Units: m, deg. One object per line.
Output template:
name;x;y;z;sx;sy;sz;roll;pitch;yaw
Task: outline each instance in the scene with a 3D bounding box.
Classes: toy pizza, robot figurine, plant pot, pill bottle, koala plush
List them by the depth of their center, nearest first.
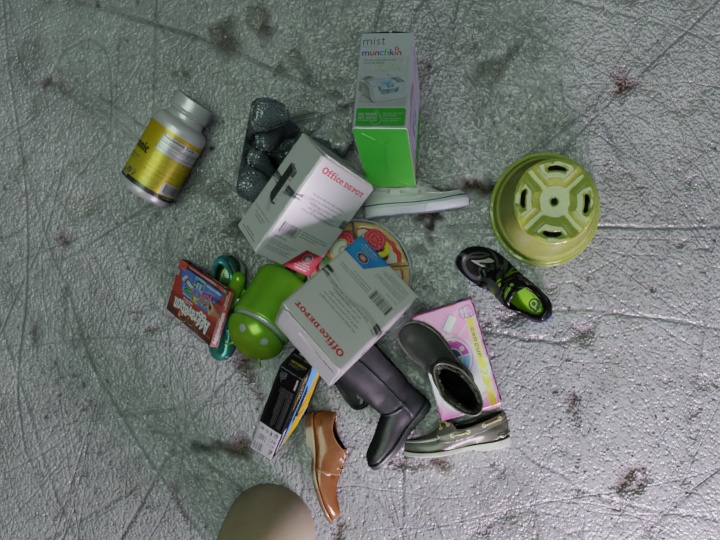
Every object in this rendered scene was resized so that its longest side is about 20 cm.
plant pot;0.317;-0.108;1.215;0.194;0.184;0.207;0;91;9
plant pot;-0.191;0.511;1.302;0.181;0.200;0.194;0;91;10
toy pizza;0.000;0.000;1.311;0.194;0.032;0.206;2;74;-7
robot figurine;-0.164;0.072;1.315;0.172;0.116;0.203;29;66;3
koala plush;-0.118;-0.206;1.321;0.194;0.184;0.183;11;99;-12
pill bottle;-0.362;-0.232;1.369;0.110;0.111;0.203;33;95;8

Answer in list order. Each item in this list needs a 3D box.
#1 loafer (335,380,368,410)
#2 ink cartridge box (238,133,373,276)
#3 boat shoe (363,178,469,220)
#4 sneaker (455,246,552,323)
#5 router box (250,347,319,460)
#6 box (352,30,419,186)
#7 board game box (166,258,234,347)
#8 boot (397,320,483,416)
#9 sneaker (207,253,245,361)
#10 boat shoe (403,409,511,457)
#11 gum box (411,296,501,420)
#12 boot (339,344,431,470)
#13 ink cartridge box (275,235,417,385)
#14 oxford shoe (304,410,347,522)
loafer;-0.037;0.163;1.336;0.067;0.070;0.205;-23;87;10
ink cartridge box;-0.092;-0.110;1.245;0.201;0.143;0.084;-51;49;12
boat shoe;0.097;-0.137;1.308;0.194;0.073;0.069;-6;90;10
sneaker;0.258;0.022;1.277;0.198;0.083;0.072;36;96;8
router box;-0.117;0.212;1.275;0.050;0.149;0.203;28;123;8
box;0.048;-0.268;1.230;0.094;0.201;0.182;2;70;10
board game box;-0.302;0.057;1.345;0.198;0.019;0.106;25;100;49
boot;0.125;0.155;1.174;0.180;0.200;0.073;38;98;8
sneaker;-0.267;0.070;1.371;0.075;0.080;0.207;3;92;10
boat shoe;0.171;0.296;1.303;0.195;0.072;0.062;-9;89;3
gum box;0.175;0.162;1.301;0.111;0.066;0.206;-17;88;11
boot;0.011;0.229;1.289;0.200;0.065;0.166;46;76;-19
ink cartridge box;-0.025;0.066;1.206;0.146;0.085;0.199;46;61;7
oxford shoe;-0.056;0.363;1.344;0.069;0.071;0.207;-9;88;4
